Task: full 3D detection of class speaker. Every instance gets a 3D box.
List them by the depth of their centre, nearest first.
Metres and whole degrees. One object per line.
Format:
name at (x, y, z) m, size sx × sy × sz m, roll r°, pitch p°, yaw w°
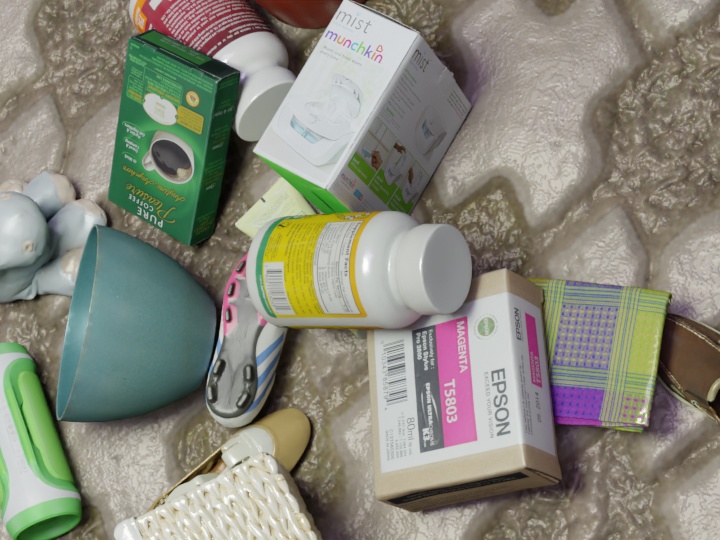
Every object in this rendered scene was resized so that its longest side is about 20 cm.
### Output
speaker at (-0.355, 0.179, 1.797) m, size 0.088 × 0.088 × 0.200 m, roll -27°, pitch 68°, yaw 10°

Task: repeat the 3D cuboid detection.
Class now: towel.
towel at (0.195, 0.079, 1.649) m, size 0.200 × 0.023 × 0.144 m, roll 2°, pitch 74°, yaw 33°

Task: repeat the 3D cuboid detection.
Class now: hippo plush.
hippo plush at (-0.384, -0.042, 1.829) m, size 0.200 × 0.161 × 0.159 m, roll -18°, pitch 70°, yaw 13°

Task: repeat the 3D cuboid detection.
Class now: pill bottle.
pill bottle at (0.000, 0.000, 1.636) m, size 0.200 × 0.113 × 0.113 m, roll -1°, pitch 73°, yaw 37°
pill bottle at (-0.150, -0.235, 1.831) m, size 0.113 × 0.113 × 0.200 m, roll -41°, pitch 66°, yaw 4°

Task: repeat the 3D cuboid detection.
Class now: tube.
tube at (-0.043, -0.013, 1.770) m, size 0.058 × 0.052 × 0.200 m, roll -25°, pitch 57°, yaw -34°

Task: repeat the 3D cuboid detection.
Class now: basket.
basket at (-0.103, 0.291, 1.601) m, size 0.161 × 0.200 × 0.198 m, roll -29°, pitch 78°, yaw -4°

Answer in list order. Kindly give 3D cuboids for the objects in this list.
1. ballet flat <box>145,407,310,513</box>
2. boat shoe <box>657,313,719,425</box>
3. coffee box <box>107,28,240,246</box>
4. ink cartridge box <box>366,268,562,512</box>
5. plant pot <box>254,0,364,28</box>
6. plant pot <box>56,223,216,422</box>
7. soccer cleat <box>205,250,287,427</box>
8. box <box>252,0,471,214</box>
ballet flat at (-0.134, 0.209, 1.725) m, size 0.200 × 0.063 × 0.069 m, roll -42°, pitch 64°, yaw 3°
boat shoe at (0.336, 0.105, 1.587) m, size 0.202 × 0.075 × 0.075 m, roll 41°, pitch 90°, yaw 24°
coffee box at (-0.196, -0.138, 1.797) m, size 0.123 × 0.044 × 0.200 m, roll 27°, pitch 124°, yaw 24°
ink cartridge box at (0.094, 0.115, 1.642) m, size 0.165 × 0.075 × 0.200 m, roll -17°, pitch 63°, yaw 29°
plant pot at (-0.075, -0.357, 1.796) m, size 0.201 × 0.195 × 0.201 m, roll -5°, pitch 73°, yaw 17°
plant pot at (-0.222, 0.064, 1.746) m, size 0.135 × 0.200 × 0.200 m, roll 11°, pitch 76°, yaw -15°
soccer cleat at (-0.109, 0.064, 1.747) m, size 0.070 × 0.086 × 0.200 m, roll 15°, pitch 75°, yaw 11°
box at (0.010, -0.141, 1.703) m, size 0.097 × 0.200 × 0.177 m, roll 28°, pitch 86°, yaw 24°
